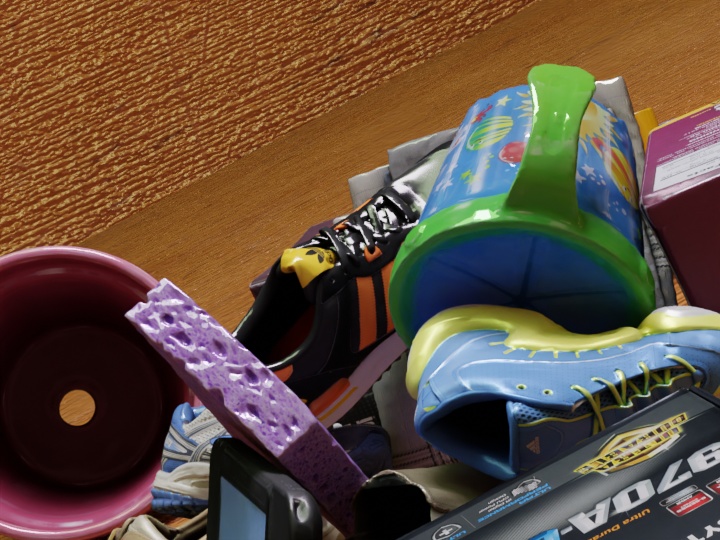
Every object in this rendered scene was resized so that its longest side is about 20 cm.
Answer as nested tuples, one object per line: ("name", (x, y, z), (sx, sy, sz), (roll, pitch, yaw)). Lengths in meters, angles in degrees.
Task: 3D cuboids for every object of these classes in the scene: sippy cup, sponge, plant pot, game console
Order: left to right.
("plant pot", (-0.200, 0.089, 1.576), (0.200, 0.200, 0.179), (-26, -5, -3))
("game console", (-0.095, 0.174, 1.049), (0.116, 0.176, 0.200), (2, 4, -14))
("sponge", (-0.042, 0.080, 1.135), (0.030, 0.112, 0.200), (-46, -25, -8))
("sippy cup", (0.090, -0.023, 1.188), (0.178, 0.140, 0.130), (-35, 30, 39))

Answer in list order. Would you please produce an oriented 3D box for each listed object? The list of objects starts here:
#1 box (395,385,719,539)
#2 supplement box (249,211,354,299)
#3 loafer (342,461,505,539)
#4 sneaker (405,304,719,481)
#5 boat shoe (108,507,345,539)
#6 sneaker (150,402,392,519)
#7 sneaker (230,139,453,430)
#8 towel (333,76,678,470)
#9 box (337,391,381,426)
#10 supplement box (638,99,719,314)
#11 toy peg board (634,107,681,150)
("box", (0.093, 0.128, 0.958), (0.200, 0.046, 0.159), (-26, 16, -9))
("supplement box", (0.048, -0.001, 1.417), (0.200, 0.086, 0.110), (-19, 13, 26))
("loafer", (0.040, 0.122, 1.098), (0.075, 0.070, 0.200), (-16, 13, 39))
("sneaker", (0.117, 0.070, 1.101), (0.200, 0.076, 0.105), (1, 30, 12))
("boat shoe", (-0.107, 0.164, 1.253), (0.200, 0.066, 0.074), (-26, 10, -7))
("sneaker", (-0.057, 0.098, 1.347), (0.077, 0.085, 0.200), (15, -19, -39))
("sneaker", (0.000, 0.000, 1.259), (0.200, 0.090, 0.070), (-50, 52, -3))
("towel", (0.082, 0.005, 1.296), (0.193, 0.200, 0.035), (-20, -21, 26))
("box", (0.086, 0.045, 1.459), (0.193, 0.048, 0.200), (-22, 10, 25))
("supplement box", (0.222, -0.021, 1.221), (0.103, 0.131, 0.200), (-23, 11, 14))
("toy peg board", (0.140, -0.063, 1.600), (0.200, 0.098, 0.199), (-21, -2, 39))
